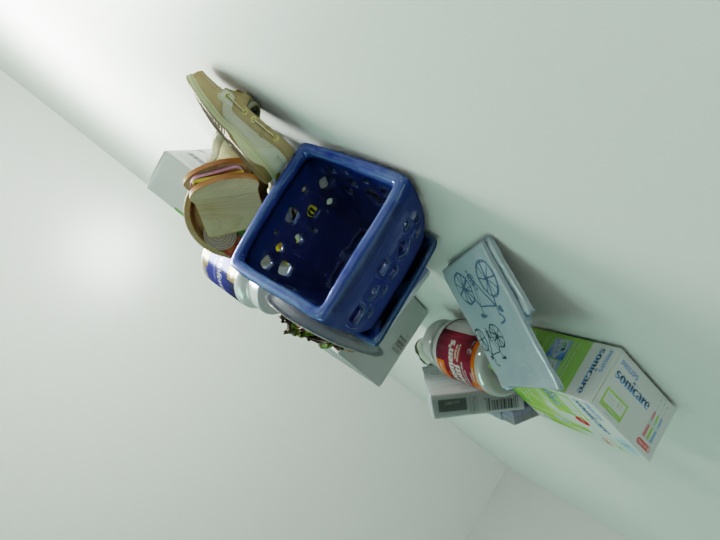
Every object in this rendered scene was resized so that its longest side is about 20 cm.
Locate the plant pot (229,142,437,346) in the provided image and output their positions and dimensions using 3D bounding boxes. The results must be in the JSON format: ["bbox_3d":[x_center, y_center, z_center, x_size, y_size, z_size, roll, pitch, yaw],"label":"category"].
[{"bbox_3d":[-0.021,-0.025,0.721,0.199,0.202,0.180,27,172,37],"label":"plant pot"}]

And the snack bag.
[{"bbox_3d":[0.181,0.065,0.693,0.202,0.021,0.189,63,169,8],"label":"snack bag"}]

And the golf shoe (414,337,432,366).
[{"bbox_3d":[0.215,0.201,1.236,0.198,0.077,0.089,28,146,28],"label":"golf shoe"}]

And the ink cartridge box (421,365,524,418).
[{"bbox_3d":[0.202,0.218,1.000,0.160,0.058,0.200,-8,180,2],"label":"ink cartridge box"}]

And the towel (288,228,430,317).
[{"bbox_3d":[0.000,0.000,0.854,0.199,0.147,0.024,39,-178,-11],"label":"towel"}]

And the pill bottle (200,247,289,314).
[{"bbox_3d":[-0.213,0.003,1.023,0.199,0.116,0.116,26,165,41],"label":"pill bottle"}]

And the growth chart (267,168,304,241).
[{"bbox_3d":[-0.113,-0.118,0.837,0.200,0.017,0.147,64,-166,-63],"label":"growth chart"}]

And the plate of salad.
[{"bbox_3d":[-0.057,0.089,0.800,0.198,0.049,0.200,27,-176,-2],"label":"plate of salad"}]

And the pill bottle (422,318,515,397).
[{"bbox_3d":[0.195,0.144,0.931,0.109,0.110,0.199,40,167,-19],"label":"pill bottle"}]

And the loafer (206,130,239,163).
[{"bbox_3d":[-0.215,-0.194,0.908,0.068,0.076,0.200,43,167,-7],"label":"loafer"}]

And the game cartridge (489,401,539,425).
[{"bbox_3d":[0.281,0.238,1.034,0.199,0.128,0.039,-173,75,-67],"label":"game cartridge"}]

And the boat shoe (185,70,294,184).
[{"bbox_3d":[-0.165,-0.208,0.732,0.201,0.066,0.074,50,172,13],"label":"boat shoe"}]

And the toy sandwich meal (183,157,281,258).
[{"bbox_3d":[-0.200,-0.089,0.878,0.205,0.204,0.071,45,-164,-37],"label":"toy sandwich meal"}]

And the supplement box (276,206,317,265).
[{"bbox_3d":[-0.121,-0.068,1.039,0.199,0.109,0.109,38,169,-7],"label":"supplement box"}]

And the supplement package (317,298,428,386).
[{"bbox_3d":[-0.002,0.105,1.150,0.147,0.192,0.199,44,166,-33],"label":"supplement package"}]

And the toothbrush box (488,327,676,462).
[{"bbox_3d":[0.304,0.163,0.751,0.145,0.087,0.199,42,166,-22],"label":"toothbrush box"}]

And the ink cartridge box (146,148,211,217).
[{"bbox_3d":[-0.287,-0.160,1.026,0.145,0.085,0.200,37,-163,1],"label":"ink cartridge box"}]
